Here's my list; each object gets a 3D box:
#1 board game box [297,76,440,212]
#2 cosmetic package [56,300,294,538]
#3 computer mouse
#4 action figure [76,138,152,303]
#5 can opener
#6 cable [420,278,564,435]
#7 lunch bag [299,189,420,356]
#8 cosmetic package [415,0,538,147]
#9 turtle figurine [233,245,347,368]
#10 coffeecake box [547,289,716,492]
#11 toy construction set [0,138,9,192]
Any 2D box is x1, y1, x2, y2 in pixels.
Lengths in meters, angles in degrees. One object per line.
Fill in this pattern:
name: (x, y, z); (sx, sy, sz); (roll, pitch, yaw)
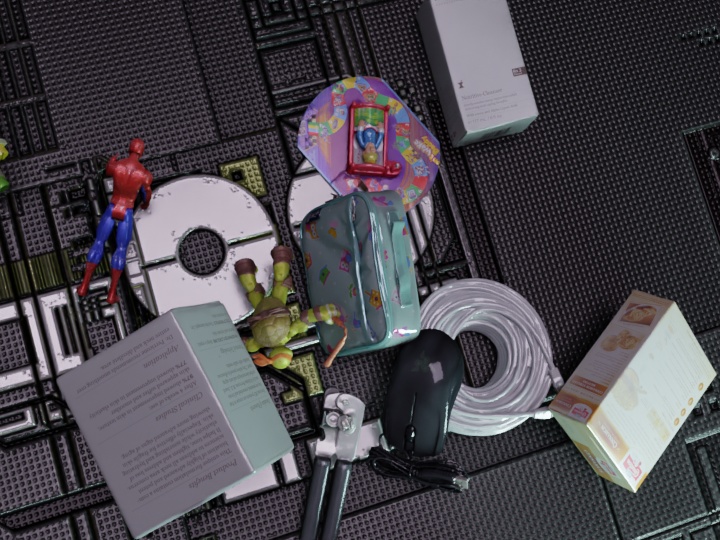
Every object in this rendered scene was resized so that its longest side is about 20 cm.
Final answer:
board game box: (0.017, -0.171, 1.395); (0.158, 0.039, 0.200); (-42, 90, -15)
cosmetic package: (-0.208, 0.165, 1.203); (0.166, 0.166, 0.202); (-29, 86, 11)
computer mouse: (0.076, 0.174, 1.282); (0.137, 0.053, 0.203); (11, 101, 20)
action figure: (-0.303, -0.070, 1.312); (0.064, 0.099, 0.203); (16, 99, -10)
can opener: (-0.036, 0.249, 1.305); (0.052, 0.066, 0.203); (11, 87, -7)
cable: (0.152, 0.112, 1.356); (0.197, 0.069, 0.203); (-12, 82, -11)
lunch bag: (0.000, 0.000, 1.294); (0.076, 0.160, 0.203); (-6, 84, -36)
cosmetic package: (0.157, -0.282, 1.422); (0.111, 0.081, 0.203); (-15, 84, -11)
turtle figurine: (-0.118, 0.060, 1.296); (0.198, 0.064, 0.163); (-26, 62, 23)
coffeecake box: (0.355, 0.155, 1.351); (0.201, 0.073, 0.154); (-50, 124, -15)
toy construction set: (-0.506, -0.098, 1.236); (0.198, 0.131, 0.093); (-23, 84, -14)
